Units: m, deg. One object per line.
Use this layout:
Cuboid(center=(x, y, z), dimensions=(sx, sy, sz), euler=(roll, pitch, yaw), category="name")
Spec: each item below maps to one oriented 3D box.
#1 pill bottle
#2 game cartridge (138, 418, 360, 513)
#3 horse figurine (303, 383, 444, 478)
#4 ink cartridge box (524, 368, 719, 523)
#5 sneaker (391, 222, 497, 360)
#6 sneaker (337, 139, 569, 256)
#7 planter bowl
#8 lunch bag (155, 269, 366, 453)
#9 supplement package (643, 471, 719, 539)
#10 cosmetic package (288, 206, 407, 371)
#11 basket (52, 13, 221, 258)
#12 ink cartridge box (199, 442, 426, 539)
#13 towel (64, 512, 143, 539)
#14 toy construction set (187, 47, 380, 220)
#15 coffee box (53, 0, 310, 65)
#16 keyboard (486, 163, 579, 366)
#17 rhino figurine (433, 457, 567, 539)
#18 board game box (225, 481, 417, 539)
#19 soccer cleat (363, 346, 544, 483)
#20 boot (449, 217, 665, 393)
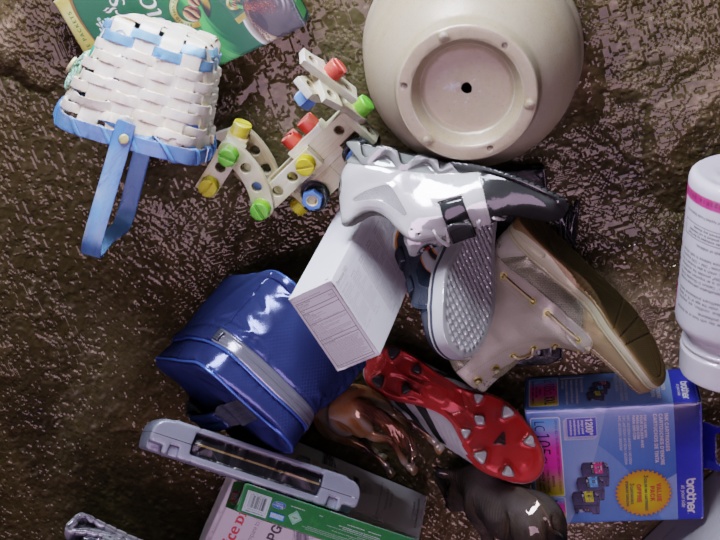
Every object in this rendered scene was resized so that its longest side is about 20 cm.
Cuboid(center=(0.346, 0.004, 1.370), dimensions=(0.113, 0.113, 0.200), euler=(3, 115, 5), category="pill bottle")
Cuboid(center=(-0.107, 0.182, 1.418), dimensions=(0.200, 0.133, 0.040), euler=(20, 77, -11), category="game cartridge")
Cuboid(center=(0.000, 0.153, 1.472), dimensions=(0.133, 0.200, 0.050), euler=(39, 69, -12), category="horse figurine")
Cuboid(center=(0.265, 0.172, 1.481), dimensions=(0.200, 0.076, 0.136), euler=(-5, 114, 7), category="ink cartridge box")
Cuboid(center=(0.074, -0.001, 1.358), dimensions=(0.079, 0.200, 0.078), euler=(-18, 136, 35), category="sneaker")
Cuboid(center=(0.077, -0.050, 1.297), dimensions=(0.200, 0.074, 0.089), euler=(11, 87, 15), category="sneaker")
Cuboid(center=(0.095, -0.172, 1.306), dimensions=(0.200, 0.135, 0.200), euler=(3, 116, 6), category="planter bowl")
Cuboid(center=(-0.106, 0.092, 1.415), dimensions=(0.136, 0.200, 0.132), euler=(46, 71, -13), category="lunch bag")
Cuboid(center=(0.341, 0.327, 1.498), dimensions=(0.111, 0.156, 0.200), euler=(34, 113, -10), category="supplement package")
Cuboid(center=(0.000, 0.000, 1.358), dimensions=(0.051, 0.200, 0.083), euler=(-22, 111, 26), category="cosmetic package")
Cuboid(center=(-0.194, -0.118, 1.301), dimensions=(0.139, 0.176, 0.200), euler=(13, 100, -4), category="basket")
Cuboid(center=(-0.053, 0.267, 1.556), dimensions=(0.200, 0.085, 0.146), euler=(24, 115, -3), category="ink cartridge box")
Cuboid(center=(-0.227, 0.331, 1.555), dimensions=(0.200, 0.166, 0.086), euler=(27, 70, -7), category="towel")
Cuboid(center=(-0.061, -0.121, 1.371), dimensions=(0.131, 0.092, 0.200), euler=(43, 129, -11), category="toy construction set")
Cuboid(center=(-0.160, -0.235, 1.355), dimensions=(0.200, 0.044, 0.123), euler=(-21, 112, 16), category="coffee box")
Cuboid(center=(0.164, -0.006, 1.435), dimensions=(0.104, 0.040, 0.200), euler=(-1, 109, 20), category="keyboard")
Cuboid(center=(0.133, 0.233, 1.481), dimensions=(0.060, 0.200, 0.087), euler=(-25, 116, -25), category="rhino figurine")
Cuboid(center=(-0.024, 0.244, 1.423), dimensions=(0.200, 0.135, 0.029), euler=(20, 79, -6), category="board game box")
Cuboid(center=(0.091, 0.139, 1.462), dimensions=(0.200, 0.085, 0.069), euler=(31, 82, 8), category="soccer cleat")
Cuboid(center=(0.169, 0.066, 1.396), dimensions=(0.200, 0.072, 0.155), euler=(47, 116, 7), category="boot")
